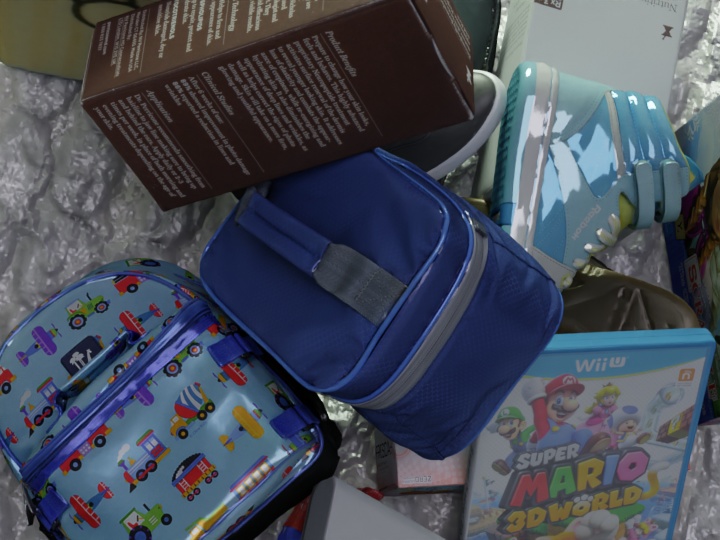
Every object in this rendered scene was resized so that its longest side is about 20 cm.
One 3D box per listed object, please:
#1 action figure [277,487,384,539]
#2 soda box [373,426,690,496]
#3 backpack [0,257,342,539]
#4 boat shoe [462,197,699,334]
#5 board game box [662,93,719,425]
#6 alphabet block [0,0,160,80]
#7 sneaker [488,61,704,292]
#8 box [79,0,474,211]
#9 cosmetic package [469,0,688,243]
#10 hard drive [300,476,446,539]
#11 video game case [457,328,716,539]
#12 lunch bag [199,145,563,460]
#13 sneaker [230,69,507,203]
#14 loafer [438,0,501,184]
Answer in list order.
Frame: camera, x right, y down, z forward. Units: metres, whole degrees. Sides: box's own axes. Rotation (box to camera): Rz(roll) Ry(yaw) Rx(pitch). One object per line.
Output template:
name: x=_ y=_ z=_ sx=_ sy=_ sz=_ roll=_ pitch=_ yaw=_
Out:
action figure: x=-0.048 y=0.222 z=1.018 sx=0.065 sy=0.052 sz=0.201 roll=24 pitch=76 yaw=-9
soda box: x=0.111 y=0.106 z=1.066 sx=0.199 sy=0.064 sz=0.069 roll=-2 pitch=78 yaw=-12
backpack: x=-0.133 y=0.084 z=0.979 sx=0.182 sy=0.135 sz=0.200 roll=-38 pitch=77 yaw=-5
boat shoe: x=0.131 y=0.016 z=1.086 sx=0.200 sy=0.066 sz=0.072 roll=25 pitch=82 yaw=19
board game box: x=0.253 y=-0.012 z=1.050 sx=0.041 sy=0.200 sz=0.201 roll=-5 pitch=77 yaw=-12
alphabet block: x=-0.124 y=-0.234 z=1.028 sx=0.194 sy=0.200 sz=0.197 roll=9 pitch=75 yaw=-9
sneaker: x=0.146 y=-0.024 z=1.021 sx=0.130 sy=0.080 sz=0.201 roll=7 pitch=93 yaw=-6
box: x=-0.045 y=-0.113 z=0.914 sx=0.199 sy=0.100 sz=0.075 roll=-14 pitch=47 yaw=19
cosmetic package: x=0.151 y=-0.129 z=1.118 sx=0.112 sy=0.081 sz=0.201 roll=13 pitch=75 yaw=-8
hard drive: x=0.041 y=0.225 z=0.977 sx=0.200 sy=0.026 sz=0.132 roll=33 pitch=51 yaw=-28
video game case: x=0.136 y=0.126 z=1.020 sx=0.142 sy=0.018 sz=0.201 roll=-2 pitch=122 yaw=-11
lunch bag: x=0.000 y=0.000 z=0.950 sx=0.132 sy=0.200 sz=0.136 roll=36 pitch=91 yaw=-42
sneaker: x=-0.012 y=-0.093 z=1.023 sx=0.199 sy=0.099 sz=0.071 roll=-15 pitch=64 yaw=19
loafer: x=0.053 y=-0.121 z=1.103 sx=0.068 sy=0.070 sz=0.201 roll=22 pitch=74 yaw=-6
